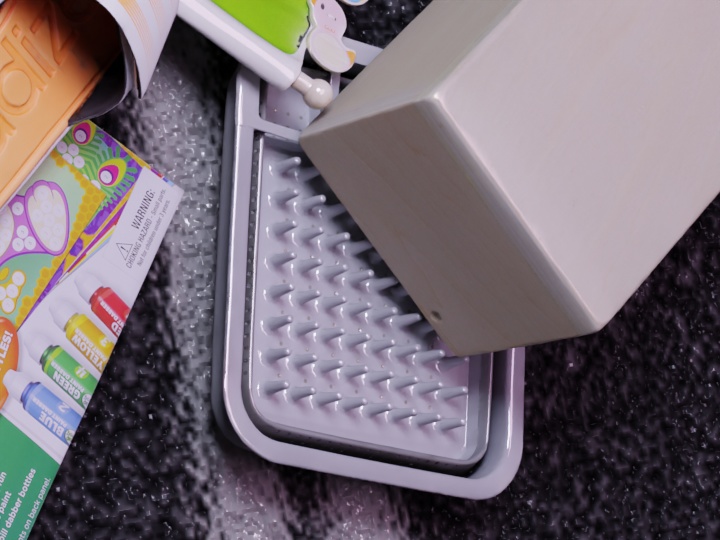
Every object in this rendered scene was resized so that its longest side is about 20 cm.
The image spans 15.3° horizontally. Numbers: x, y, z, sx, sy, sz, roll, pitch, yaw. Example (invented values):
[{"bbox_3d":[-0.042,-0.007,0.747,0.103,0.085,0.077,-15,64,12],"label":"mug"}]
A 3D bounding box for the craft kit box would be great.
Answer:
[{"bbox_3d":[-0.188,-0.004,1.071,0.197,0.048,0.200,35,59,-24],"label":"craft kit box"}]

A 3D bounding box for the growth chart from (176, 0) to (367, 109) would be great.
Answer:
[{"bbox_3d":[-0.050,-0.173,1.210,0.144,0.018,0.200,28,50,-23],"label":"growth chart"}]

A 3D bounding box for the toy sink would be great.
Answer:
[{"bbox_3d":[0.091,-0.076,1.213,0.130,0.112,0.200,53,57,-17],"label":"toy sink"}]

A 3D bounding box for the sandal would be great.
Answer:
[{"bbox_3d":[-0.116,-0.087,1.067,0.079,0.059,0.207,46,62,-36],"label":"sandal"}]

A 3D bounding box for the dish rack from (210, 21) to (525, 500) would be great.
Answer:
[{"bbox_3d":[0.000,0.000,1.220,0.171,0.043,0.201,14,70,-37],"label":"dish rack"}]
